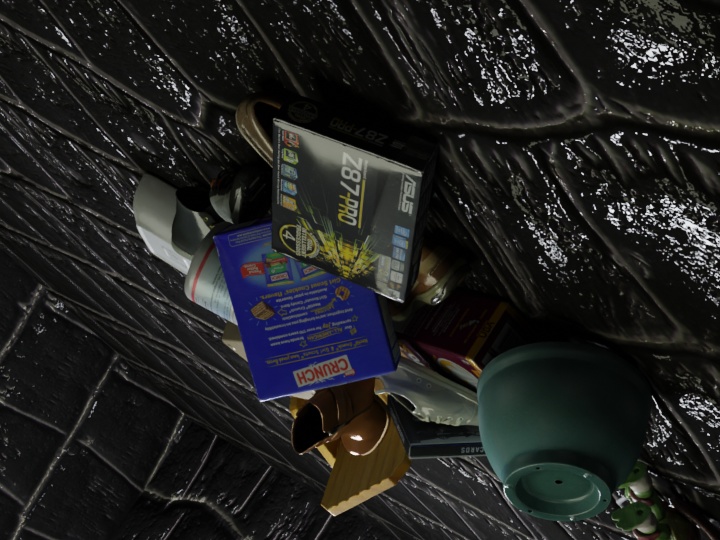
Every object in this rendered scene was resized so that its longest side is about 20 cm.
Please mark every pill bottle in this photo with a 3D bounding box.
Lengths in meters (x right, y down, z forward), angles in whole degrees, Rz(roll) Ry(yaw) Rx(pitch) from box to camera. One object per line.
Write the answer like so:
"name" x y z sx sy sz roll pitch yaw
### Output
"pill bottle" -0.107 0.029 1.626 0.199 0.109 0.109 27 163 10

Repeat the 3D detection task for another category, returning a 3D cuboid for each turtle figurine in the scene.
"turtle figurine" 0.370 0.354 1.789 0.199 0.144 0.194 14 151 44

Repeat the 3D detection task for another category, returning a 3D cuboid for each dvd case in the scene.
"dvd case" 0.144 0.192 1.684 0.199 0.025 0.150 0 -161 -10

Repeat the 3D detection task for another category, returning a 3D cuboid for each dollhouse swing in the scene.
"dollhouse swing" -0.016 0.211 1.884 0.200 0.176 0.182 -32 98 35

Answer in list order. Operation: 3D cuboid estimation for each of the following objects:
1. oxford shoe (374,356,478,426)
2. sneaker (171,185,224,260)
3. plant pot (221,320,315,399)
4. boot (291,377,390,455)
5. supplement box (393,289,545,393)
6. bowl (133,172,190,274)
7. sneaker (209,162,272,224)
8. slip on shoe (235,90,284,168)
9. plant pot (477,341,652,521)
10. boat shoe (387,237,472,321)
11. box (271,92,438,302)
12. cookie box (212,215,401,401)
"oxford shoe" 0.101 0.162 1.602 0.199 0.058 0.075 25 168 -11
"sneaker" -0.182 -0.045 1.891 0.199 0.075 0.106 19 140 10
"plant pot" -0.070 0.065 1.786 0.200 0.177 0.200 40 164 -19
"boot" -0.025 0.189 1.645 0.077 0.155 0.201 33 135 17
"supplement box" 0.122 0.085 1.614 0.110 0.086 0.200 45 162 -33
"bowl" -0.266 -0.047 2.058 0.199 0.075 0.200 30 165 12
"sneaker" -0.159 -0.097 1.694 0.079 0.074 0.200 40 165 1
"slip on shoe" -0.048 -0.115 1.408 0.200 0.076 0.061 45 170 -9
"plant pot" 0.223 0.193 1.476 0.199 0.135 0.201 6 140 6
"boat shoe" 0.061 0.002 1.541 0.074 0.076 0.200 44 157 -6
"box" -0.011 -0.071 1.345 0.161 0.049 0.200 20 141 11
"cookie box" -0.059 0.032 1.519 0.075 0.170 0.201 -46 -58 -76
